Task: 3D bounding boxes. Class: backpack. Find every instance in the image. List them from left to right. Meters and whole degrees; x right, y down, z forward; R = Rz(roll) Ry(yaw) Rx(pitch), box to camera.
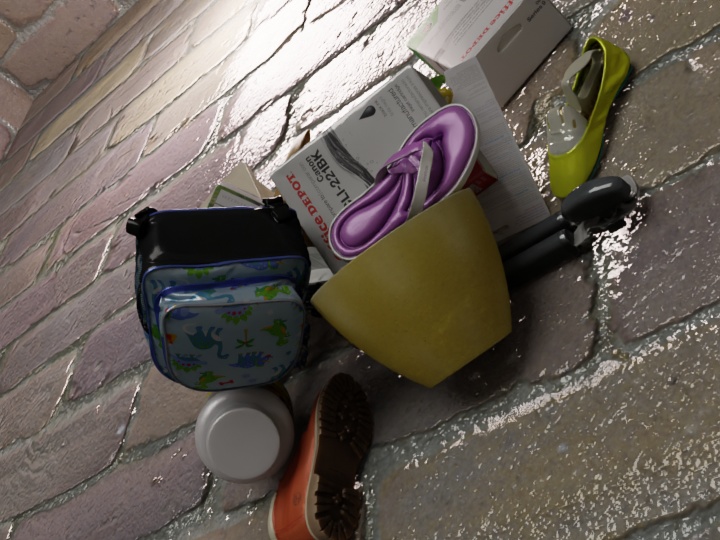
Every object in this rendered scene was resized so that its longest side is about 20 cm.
[{"bbox_3d":[-0.143,0.043,1.102,0.200,0.183,0.147,97,164,-50],"label":"backpack"}]

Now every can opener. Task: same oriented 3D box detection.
[{"bbox_3d":[0.198,-0.042,1.077,0.200,0.066,0.053,-36,34,36],"label":"can opener"}]

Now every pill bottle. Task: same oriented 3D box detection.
[{"bbox_3d":[-0.130,0.176,1.190,0.109,0.109,0.200,-53,6,-1],"label":"pill bottle"}]

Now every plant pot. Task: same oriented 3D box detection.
[{"bbox_3d":[0.071,0.033,1.060,0.200,0.142,0.200,-34,-6,-4],"label":"plant pot"}]

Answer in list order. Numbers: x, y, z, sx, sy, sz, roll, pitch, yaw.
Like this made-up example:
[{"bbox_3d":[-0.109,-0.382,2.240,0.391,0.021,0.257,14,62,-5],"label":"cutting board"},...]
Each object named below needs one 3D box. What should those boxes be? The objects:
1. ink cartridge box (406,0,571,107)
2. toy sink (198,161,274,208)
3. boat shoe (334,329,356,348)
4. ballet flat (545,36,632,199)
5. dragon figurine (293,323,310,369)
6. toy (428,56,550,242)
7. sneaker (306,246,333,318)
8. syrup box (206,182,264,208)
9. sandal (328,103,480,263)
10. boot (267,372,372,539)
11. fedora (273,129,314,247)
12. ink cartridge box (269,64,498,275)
[{"bbox_3d":[0.166,-0.313,1.396,0.146,0.084,0.200,-49,29,6],"label":"ink cartridge box"},{"bbox_3d":[-0.154,-0.046,1.536,0.130,0.112,0.200,-47,34,11],"label":"toy sink"},{"bbox_3d":[0.000,0.000,1.305,0.072,0.068,0.200,-29,36,36],"label":"boat shoe"},{"bbox_3d":[0.239,-0.174,1.154,0.067,0.067,0.200,-4,55,53],"label":"ballet flat"},{"bbox_3d":[-0.135,0.122,1.372,0.200,0.099,0.059,-48,22,45],"label":"dragon figurine"},{"bbox_3d":[0.121,-0.125,1.181,0.115,0.200,0.047,-25,-5,10],"label":"toy"},{"bbox_3d":[-0.088,0.007,1.232,0.079,0.200,0.074,-84,-1,-48],"label":"sneaker"},{"bbox_3d":[-0.180,-0.005,1.336,0.081,0.079,0.200,-64,-1,-84],"label":"syrup box"},{"bbox_3d":[0.043,-0.084,1.058,0.203,0.050,0.082,-48,67,12],"label":"sandal"},{"bbox_3d":[-0.050,0.208,1.148,0.107,0.075,0.200,-30,36,43],"label":"boot"},{"bbox_3d":[-0.062,-0.077,1.312,0.201,0.082,0.201,15,-90,-89],"label":"fedora"},{"bbox_3d":[0.024,-0.101,1.139,0.200,0.144,0.084,-36,-11,15],"label":"ink cartridge box"}]
